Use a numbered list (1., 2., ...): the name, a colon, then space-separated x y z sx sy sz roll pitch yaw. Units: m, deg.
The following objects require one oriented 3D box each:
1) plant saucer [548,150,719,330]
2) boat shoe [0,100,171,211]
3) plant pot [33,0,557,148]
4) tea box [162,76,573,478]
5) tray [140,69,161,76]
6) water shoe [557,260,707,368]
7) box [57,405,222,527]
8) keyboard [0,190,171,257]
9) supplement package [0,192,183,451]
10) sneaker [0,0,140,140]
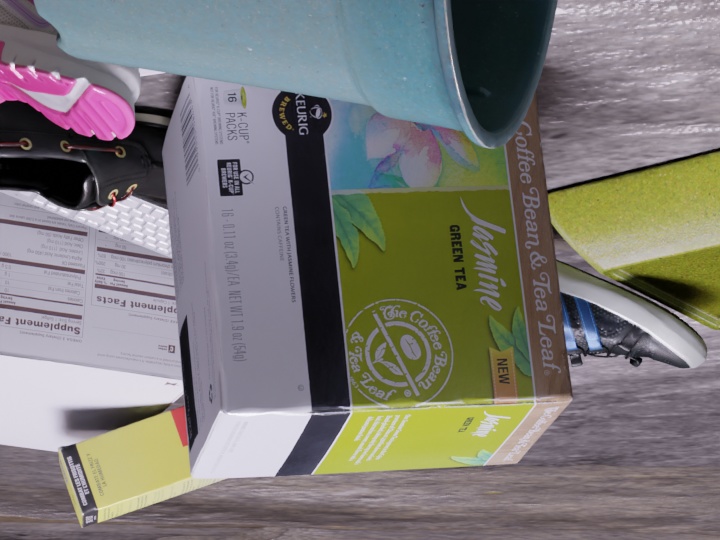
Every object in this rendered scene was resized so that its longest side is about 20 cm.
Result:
1. plant saucer: 0.243 -0.014 1.816 0.199 0.048 0.199 -14 155 36
2. boat shoe: -0.161 -0.062 1.701 0.201 0.063 0.074 13 156 -32
3. plant pot: -0.029 -0.158 1.246 0.195 0.201 0.200 4 162 17
4. tea box: 0.000 0.000 1.623 0.196 0.201 0.134 -3 162 -13
5. tray: -0.088 -0.138 1.537 0.199 0.022 0.107 -6 160 21
6. water shoe: 0.117 0.033 1.842 0.199 0.079 0.072 23 -178 1
7. box: -0.095 0.110 1.909 0.199 0.050 0.075 -18 170 -8
8. keyboard: -0.138 -0.032 1.801 0.199 0.011 0.056 21 156 -17
9. supplement package: -0.204 0.038 1.912 0.155 0.112 0.200 9 159 -19
10. sneaker: -0.178 -0.132 1.479 0.199 0.089 0.081 18 161 29
